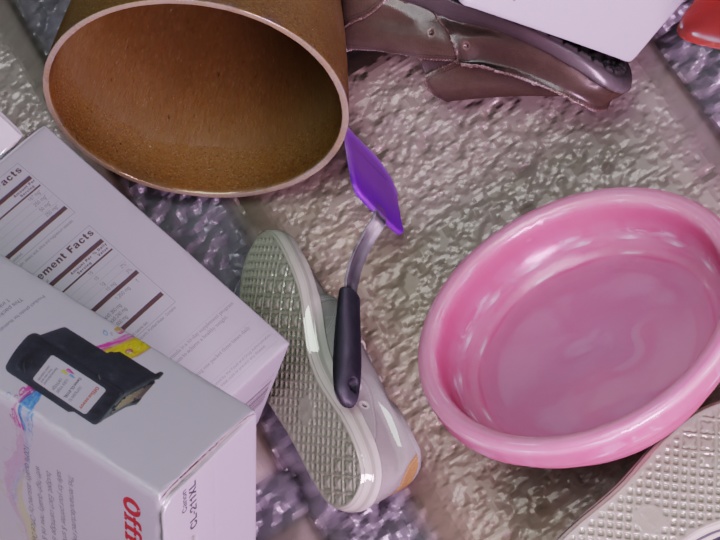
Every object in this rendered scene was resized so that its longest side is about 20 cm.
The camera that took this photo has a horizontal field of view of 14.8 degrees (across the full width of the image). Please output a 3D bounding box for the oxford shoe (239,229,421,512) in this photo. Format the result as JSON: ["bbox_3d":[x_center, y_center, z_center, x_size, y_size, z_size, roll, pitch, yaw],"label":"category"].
[{"bbox_3d":[-0.020,0.061,1.668,0.058,0.075,0.200,0,49,-35],"label":"oxford shoe"}]

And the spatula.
[{"bbox_3d":[0.000,0.000,1.659,0.021,0.057,0.201,-19,46,31],"label":"spatula"}]

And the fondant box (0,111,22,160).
[{"bbox_3d":[-0.291,-0.055,1.706,0.058,0.200,0.144,44,82,-15],"label":"fondant box"}]

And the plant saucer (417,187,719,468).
[{"bbox_3d":[0.133,0.040,1.608,0.200,0.051,0.201,-17,41,15],"label":"plant saucer"}]

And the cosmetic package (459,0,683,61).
[{"bbox_3d":[0.115,-0.262,1.657,0.167,0.166,0.200,-49,52,24],"label":"cosmetic package"}]

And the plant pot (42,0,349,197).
[{"bbox_3d":[-0.091,-0.180,1.725,0.186,0.187,0.201,-3,54,12],"label":"plant pot"}]

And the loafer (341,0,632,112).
[{"bbox_3d":[0.074,-0.137,1.723,0.200,0.073,0.071,24,110,20],"label":"loafer"}]

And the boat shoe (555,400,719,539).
[{"bbox_3d":[0.179,0.137,1.582,0.200,0.062,0.075,-35,76,-18],"label":"boat shoe"}]

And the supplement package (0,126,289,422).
[{"bbox_3d":[-0.158,0.034,1.639,0.200,0.114,0.110,42,60,10],"label":"supplement package"}]

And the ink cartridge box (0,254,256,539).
[{"bbox_3d":[-0.155,0.101,1.523,0.200,0.146,0.083,30,51,24],"label":"ink cartridge box"}]

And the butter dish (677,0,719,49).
[{"bbox_3d":[0.299,-0.111,1.615,0.199,0.148,0.200,9,30,20],"label":"butter dish"}]
